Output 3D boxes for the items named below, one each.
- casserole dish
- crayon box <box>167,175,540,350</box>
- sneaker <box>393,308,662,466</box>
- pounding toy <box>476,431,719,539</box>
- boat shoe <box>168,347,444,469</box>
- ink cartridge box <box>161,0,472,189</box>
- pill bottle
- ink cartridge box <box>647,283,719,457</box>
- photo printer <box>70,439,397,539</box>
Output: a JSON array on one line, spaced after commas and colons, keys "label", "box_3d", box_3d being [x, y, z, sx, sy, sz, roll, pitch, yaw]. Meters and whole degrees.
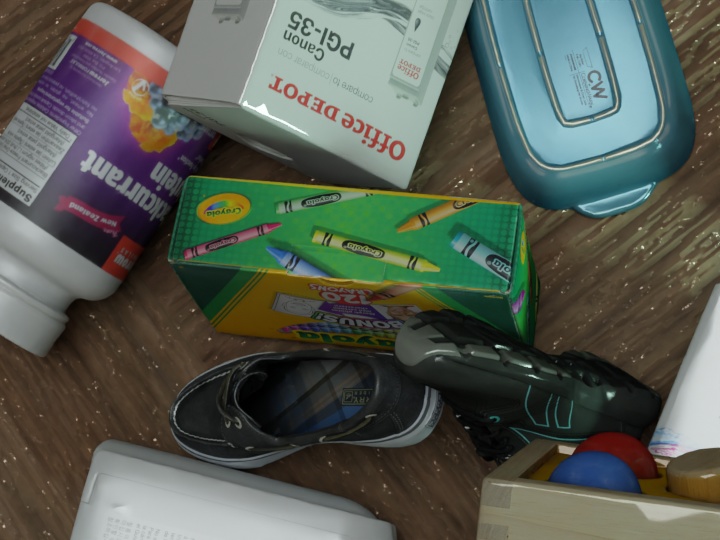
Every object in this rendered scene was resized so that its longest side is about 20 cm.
[{"label": "casserole dish", "box_3d": [0.129, -0.132, 1.255, 0.121, 0.039, 0.201, -16, 78, 8]}, {"label": "crayon box", "box_3d": [0.000, 0.000, 1.211, 0.199, 0.119, 0.058, 5, 70, 12]}, {"label": "sneaker", "box_3d": [0.090, 0.079, 1.155, 0.075, 0.200, 0.079, 38, 104, 49]}, {"label": "pounding toy", "box_3d": [0.172, 0.134, 1.050, 0.199, 0.184, 0.143, 6, 94, 14]}, {"label": "boat shoe", "box_3d": [-0.047, 0.077, 1.199, 0.199, 0.066, 0.070, -3, 73, 40]}, {"label": "ink cartridge box", "box_3d": [-0.012, -0.164, 1.227, 0.083, 0.146, 0.201, 11, 80, 49]}, {"label": "pill bottle", "box_3d": [-0.172, -0.052, 1.262, 0.111, 0.111, 0.200, 33, 88, 15]}, {"label": "ink cartridge box", "box_3d": [0.232, 0.127, 1.162, 0.144, 0.084, 0.201, 22, 85, 15]}, {"label": "photo printer", "box_3d": [-0.079, 0.202, 1.219, 0.199, 0.069, 0.167, 12, 82, 13]}]
